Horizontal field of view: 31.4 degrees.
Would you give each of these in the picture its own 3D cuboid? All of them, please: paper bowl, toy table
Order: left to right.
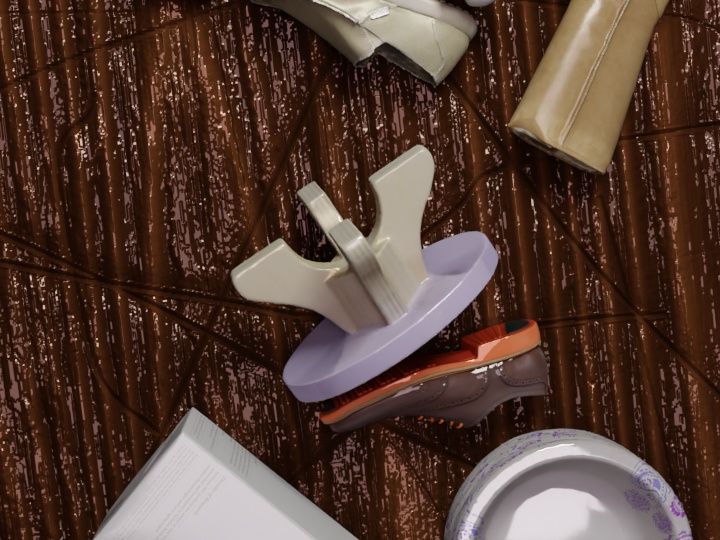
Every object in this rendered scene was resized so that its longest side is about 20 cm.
[{"bbox_3d":[0.000,0.000,1.020,0.200,0.184,0.117,-39,111,-12],"label":"toy table"},{"bbox_3d":[0.168,0.233,1.071,0.199,0.104,0.202,0,93,-3],"label":"paper bowl"}]

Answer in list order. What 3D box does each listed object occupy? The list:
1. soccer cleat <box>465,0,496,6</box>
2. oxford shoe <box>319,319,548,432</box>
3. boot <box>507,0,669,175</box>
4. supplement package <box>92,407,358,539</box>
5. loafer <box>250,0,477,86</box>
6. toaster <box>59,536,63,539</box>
[{"bbox_3d":[0.074,-0.309,1.009,0.077,0.069,0.201,-20,102,11],"label":"soccer cleat"},{"bbox_3d":[0.065,0.107,1.075,0.199,0.071,0.073,-19,99,-2],"label":"oxford shoe"},{"bbox_3d":[0.172,-0.203,1.053,0.174,0.066,0.201,24,93,-16],"label":"boot"},{"bbox_3d":[-0.101,0.228,1.046,0.200,0.121,0.120,39,90,-4],"label":"supplement package"},{"bbox_3d":[-0.004,-0.204,1.047,0.199,0.076,0.069,15,87,-5],"label":"loafer"},{"bbox_3d":[-0.224,0.328,1.052,0.129,0.114,0.201,21,90,-8],"label":"toaster"}]
